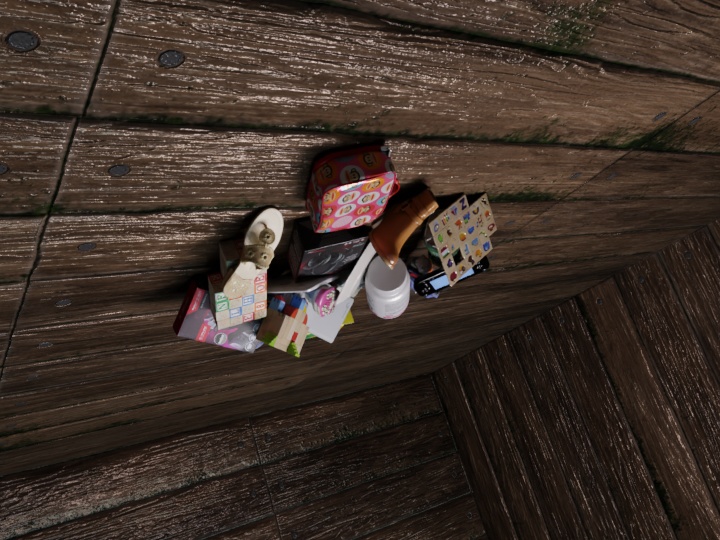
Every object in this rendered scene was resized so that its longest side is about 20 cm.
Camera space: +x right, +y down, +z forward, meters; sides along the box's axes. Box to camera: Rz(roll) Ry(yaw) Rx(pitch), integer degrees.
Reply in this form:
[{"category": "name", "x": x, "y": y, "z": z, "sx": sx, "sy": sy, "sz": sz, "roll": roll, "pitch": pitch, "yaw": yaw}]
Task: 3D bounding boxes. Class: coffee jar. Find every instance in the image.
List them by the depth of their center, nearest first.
[{"category": "coffee jar", "x": 0.208, "y": -0.074, "z": 1.637, "sx": 0.084, "sy": 0.106, "sz": 0.200, "roll": 15, "pitch": 168, "yaw": 14}]

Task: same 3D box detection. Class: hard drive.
[{"category": "hard drive", "x": -0.111, "y": 0.096, "z": 1.698, "sx": 0.199, "sy": 0.026, "sz": 0.134, "roll": 33, "pitch": 84, "yaw": -47}]

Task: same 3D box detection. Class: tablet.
[{"category": "tablet", "x": -0.160, "y": 0.030, "z": 1.536, "sx": 0.197, "sy": 0.014, "sz": 0.129, "roll": -4, "pitch": -167, "yaw": 34}]

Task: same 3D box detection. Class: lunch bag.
[{"category": "lunch bag", "x": -0.008, "y": -0.149, "z": 1.224, "sx": 0.173, "sy": 0.083, "sz": 0.200, "roll": -15, "pitch": 161, "yaw": -17}]

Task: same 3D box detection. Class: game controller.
[{"category": "game controller", "x": 0.228, "y": 0.010, "z": 1.658, "sx": 0.197, "sy": 0.043, "sz": 0.104, "roll": -25, "pitch": 162, "yaw": 11}]

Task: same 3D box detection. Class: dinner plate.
[{"category": "dinner plate", "x": 0.000, "y": 0.000, "z": 1.568, "sx": 0.202, "sy": 0.024, "sz": 0.200, "roll": -58, "pitch": 175, "yaw": -9}]

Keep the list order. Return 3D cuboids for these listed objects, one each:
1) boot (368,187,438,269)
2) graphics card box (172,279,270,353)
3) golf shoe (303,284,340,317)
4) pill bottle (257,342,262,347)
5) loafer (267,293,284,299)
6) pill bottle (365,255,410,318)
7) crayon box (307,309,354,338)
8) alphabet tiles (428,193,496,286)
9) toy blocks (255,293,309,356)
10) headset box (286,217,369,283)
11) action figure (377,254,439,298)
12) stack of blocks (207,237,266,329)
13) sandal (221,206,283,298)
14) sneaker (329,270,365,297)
[{"category": "boot", "x": 0.099, "y": -0.093, "z": 1.384, "sx": 0.154, "sy": 0.077, "sz": 0.201, "roll": -31, "pitch": -161, "yaw": 16}, {"category": "graphics card box", "x": -0.314, "y": 0.108, "z": 1.516, "sx": 0.198, "sy": 0.051, "sz": 0.127, "roll": 19, "pitch": 103, "yaw": -34}, {"category": "golf shoe", "x": -0.102, "y": 0.061, "z": 1.553, "sx": 0.076, "sy": 0.090, "sz": 0.200, "roll": -63, "pitch": 175, "yaw": -4}, {"category": "pill bottle", "x": -0.289, "y": 0.127, "z": 1.691, "sx": 0.112, "sy": 0.116, "sz": 0.200, "roll": -14, "pitch": 162, "yaw": -14}, {"category": "loafer", "x": -0.165, "y": 0.044, "z": 1.698, "sx": 0.198, "sy": 0.064, "sz": 0.071, "roll": 3, "pitch": -176, "yaw": -42}, {"category": "pill bottle", "x": 0.068, "y": 0.039, "z": 1.640, "sx": 0.111, "sy": 0.115, "sz": 0.201, "roll": -18, "pitch": 160, "yaw": -4}, {"category": "crayon box", "x": -0.129, "y": 0.114, "z": 1.801, "sx": 0.196, "sy": 0.129, "sz": 0.051, "roll": -11, "pitch": 162, "yaw": -23}, {"category": "alphabet tiles", "x": 0.248, "y": -0.089, "z": 1.548, "sx": 0.199, "sy": 0.169, "sz": 0.007, "roll": -38, "pitch": -151, "yaw": -29}, {"category": "toy blocks", "x": -0.169, "y": 0.118, "z": 1.547, "sx": 0.098, "sy": 0.139, "sz": 0.200, "roll": 19, "pitch": 171, "yaw": 21}, {"category": "headset box", "x": -0.078, "y": -0.049, "z": 1.455, "sx": 0.146, "sy": 0.078, "sz": 0.201, "roll": -13, "pitch": 160, "yaw": -18}, {"category": "action figure", "x": 0.127, "y": -0.006, "z": 1.782, "sx": 0.198, "sy": 0.106, "sz": 0.193, "roll": 33, "pitch": 159, "yaw": -11}, {"category": "stack of blocks", "x": -0.261, "y": 0.027, "z": 1.399, "sx": 0.113, "sy": 0.059, "sz": 0.202, "roll": -14, "pitch": 140, "yaw": -22}, {"category": "sandal", "x": -0.201, "y": -0.016, "z": 1.287, "sx": 0.077, "sy": 0.070, "sz": 0.213, "roll": 16, "pitch": 117, "yaw": -40}, {"category": "sneaker", "x": -0.037, "y": 0.005, "z": 1.703, "sx": 0.086, "sy": 0.078, "sz": 0.200, "roll": -42, "pitch": 160, "yaw": 11}]
